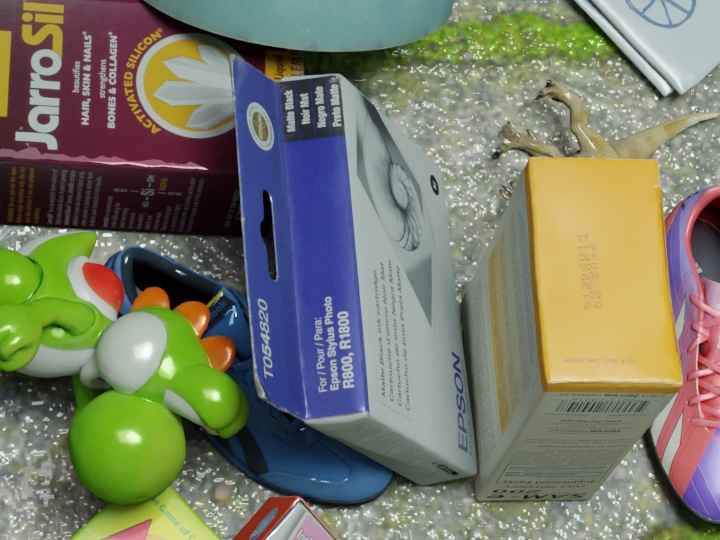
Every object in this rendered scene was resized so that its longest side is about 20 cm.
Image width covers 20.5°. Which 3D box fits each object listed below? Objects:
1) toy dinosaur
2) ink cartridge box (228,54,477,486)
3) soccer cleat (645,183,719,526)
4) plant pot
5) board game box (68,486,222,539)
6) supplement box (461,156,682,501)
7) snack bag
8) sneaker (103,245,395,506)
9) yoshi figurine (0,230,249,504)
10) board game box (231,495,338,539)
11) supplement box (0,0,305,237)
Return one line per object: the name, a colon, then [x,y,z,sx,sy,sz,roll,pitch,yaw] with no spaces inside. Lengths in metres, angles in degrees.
toy dinosaur: [0.137,-0.063,1.211,0.101,0.058,0.200,40,41,7]
ink cartridge box: [0.000,0.000,1.084,0.040,0.200,0.201,-15,66,23]
soccer cleat: [0.205,0.047,1.163,0.068,0.073,0.201,4,66,-10]
plant pot: [-0.034,-0.229,1.149,0.199,0.135,0.200,7,29,-4]
board game box: [-0.148,0.208,1.035,0.102,0.048,0.200,44,66,9]
supplement box: [0.109,0.037,1.078,0.073,0.200,0.127,1,68,-8]
snack bag: [0.205,-0.230,1.313,0.200,0.021,0.189,-39,80,-26]
sneaker: [-0.064,0.058,1.102,0.200,0.078,0.066,37,63,4]
yoshi figurine: [-0.158,0.054,1.048,0.199,0.112,0.112,26,26,20]
board game box: [-0.053,0.239,1.012,0.153,0.040,0.200,49,66,-14]
supplement box: [-0.134,-0.089,1.145,0.199,0.086,0.111,3,67,-10]
